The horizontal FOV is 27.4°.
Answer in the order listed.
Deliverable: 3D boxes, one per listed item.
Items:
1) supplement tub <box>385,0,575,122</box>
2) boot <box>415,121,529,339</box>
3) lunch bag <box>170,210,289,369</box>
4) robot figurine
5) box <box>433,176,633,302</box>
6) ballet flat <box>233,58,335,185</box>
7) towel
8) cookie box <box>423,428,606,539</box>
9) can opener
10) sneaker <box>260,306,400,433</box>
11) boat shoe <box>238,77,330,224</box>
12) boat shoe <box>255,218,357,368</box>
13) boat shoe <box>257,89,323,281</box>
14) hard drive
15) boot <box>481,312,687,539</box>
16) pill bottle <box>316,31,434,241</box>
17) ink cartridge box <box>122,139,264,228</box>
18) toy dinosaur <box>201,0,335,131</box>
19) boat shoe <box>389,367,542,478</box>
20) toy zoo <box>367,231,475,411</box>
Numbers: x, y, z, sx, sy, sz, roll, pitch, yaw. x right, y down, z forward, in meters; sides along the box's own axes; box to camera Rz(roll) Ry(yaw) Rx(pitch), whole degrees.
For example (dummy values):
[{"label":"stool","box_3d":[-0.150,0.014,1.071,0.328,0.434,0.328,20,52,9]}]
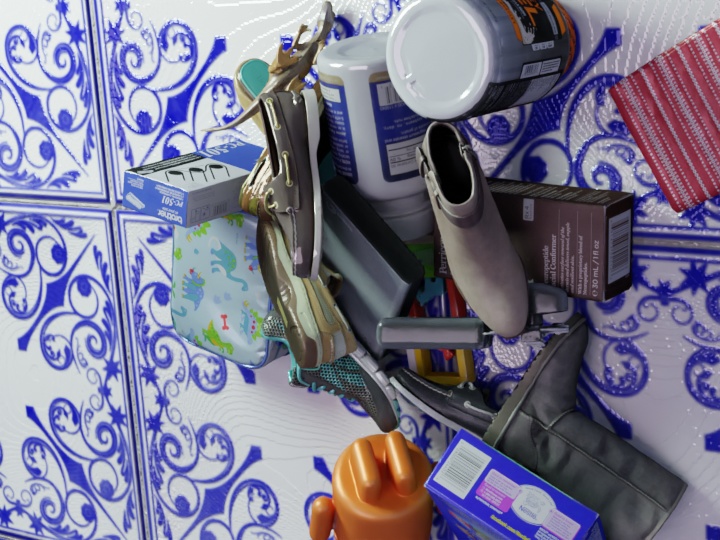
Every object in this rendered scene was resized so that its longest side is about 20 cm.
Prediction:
[{"label":"supplement tub","box_3d":[0.122,-0.212,1.414,0.122,0.200,0.124,9,107,31]},{"label":"boot","box_3d":[0.105,-0.043,1.409,0.070,0.146,0.201,-24,70,2]},{"label":"lunch bag","box_3d":[-0.141,0.006,1.728,0.160,0.082,0.202,18,116,30]},{"label":"robot figurine","box_3d":[0.027,0.262,1.646,0.116,0.144,0.201,31,146,23]},{"label":"box","box_3d":[0.174,-0.036,1.508,0.199,0.075,0.101,8,108,35]},{"label":"ballet flat","box_3d":[-0.073,-0.153,1.664,0.201,0.068,0.063,54,158,14]},{"label":"towel","box_3d":[0.344,-0.157,1.386,0.199,0.022,0.145,-30,87,38]},{"label":"cookie box","box_3d":[0.167,0.265,1.521,0.171,0.200,0.075,31,74,25]},{"label":"can opener","box_3d":[0.115,0.052,1.492,0.198,0.053,0.067,-5,86,18]},{"label":"sneaker","box_3d":[-0.036,0.108,1.636,0.200,0.091,0.078,52,170,-2]},{"label":"boat shoe","box_3d":[-0.069,-0.145,1.588,0.068,0.201,0.072,17,157,22]},{"label":"boat shoe","box_3d":[-0.055,0.017,1.574,0.072,0.076,0.201,102,152,-53]},{"label":"boat shoe","box_3d":[-0.070,-0.087,1.501,0.072,0.059,0.202,127,140,-75]},{"label":"hard drive","box_3d":[0.000,0.000,1.575,0.140,0.033,0.200,49,156,15]},{"label":"boot","box_3d":[0.247,0.167,1.509,0.199,0.073,0.183,33,96,13]},{"label":"pill bottle","box_3d":[0.027,-0.138,1.546,0.119,0.120,0.202,7,117,33]},{"label":"ink cartridge box","box_3d":[-0.164,-0.099,1.646,0.093,0.200,0.045,19,113,29]},{"label":"toy dinosaur","box_3d":[-0.085,-0.203,1.600,0.200,0.106,0.060,-45,97,0]},{"label":"boat shoe","box_3d":[0.125,0.154,1.592,0.199,0.076,0.061,33,93,9]},{"label":"toy zoo","box_3d":[0.060,0.058,1.645,0.130,0.020,0.202,-2,102,35]}]
